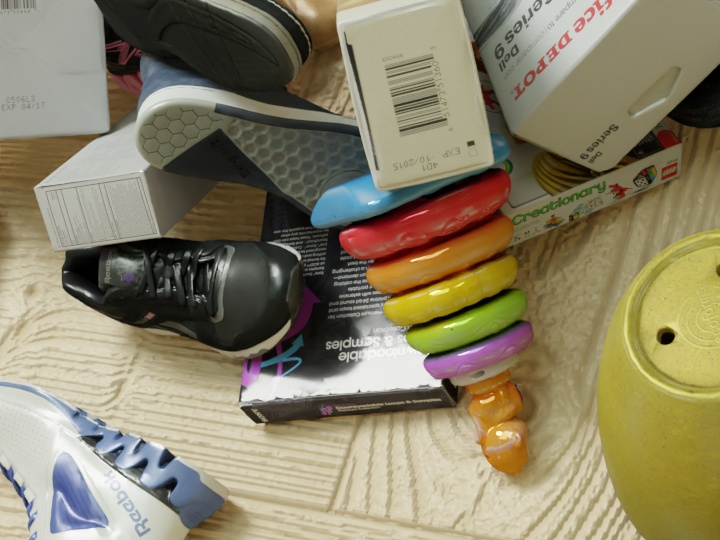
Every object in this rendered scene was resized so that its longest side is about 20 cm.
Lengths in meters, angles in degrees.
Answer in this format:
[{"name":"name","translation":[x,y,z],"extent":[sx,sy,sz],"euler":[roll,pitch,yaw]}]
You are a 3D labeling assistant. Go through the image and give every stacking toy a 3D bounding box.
[{"name":"stacking toy","translation":[0.062,0.027,1.207],"extent":[0.109,0.116,0.201],"euler":[-22,94,-19]}]

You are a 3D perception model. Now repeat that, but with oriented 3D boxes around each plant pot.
[{"name":"plant pot","translation":[0.212,0.055,1.113],"extent":[0.199,0.142,0.201],"euler":[-12,56,19]}]

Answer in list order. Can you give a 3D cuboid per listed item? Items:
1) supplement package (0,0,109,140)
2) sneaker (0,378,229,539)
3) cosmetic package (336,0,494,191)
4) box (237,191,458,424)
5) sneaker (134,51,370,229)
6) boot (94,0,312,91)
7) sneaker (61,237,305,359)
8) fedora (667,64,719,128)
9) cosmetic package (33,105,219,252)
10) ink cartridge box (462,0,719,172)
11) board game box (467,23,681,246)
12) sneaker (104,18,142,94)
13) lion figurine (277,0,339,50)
[{"name":"supplement package","translation":[-0.261,-0.153,1.409],"extent":[0.200,0.120,0.121],"euler":[-169,74,-66]},{"name":"sneaker","translation":[-0.192,0.151,1.296],"extent":[0.199,0.081,0.116],"euler":[19,69,32]},{"name":"cosmetic package","translation":[0.029,-0.130,1.193],"extent":[0.071,0.106,0.200],"euler":[-13,19,3]},{"name":"box","translation":[0.000,0.000,1.319],"extent":[0.142,0.036,0.201],"euler":[-6,58,22]},{"name":"sneaker","translation":[-0.048,-0.104,1.303],"extent":[0.147,0.201,0.077],"euler":[-101,34,-56]},{"name":"boot","translation":[-0.061,-0.189,1.225],"extent":[0.154,0.074,0.203],"euler":[-42,36,-20]},{"name":"sneaker","translation":[-0.121,0.013,1.301],"extent":[0.199,0.087,0.076],"euler":[-2,77,49]},{"name":"fedora","translation":[0.246,-0.175,1.250],"extent":[0.200,0.091,0.202],"euler":[-26,60,61]},{"name":"cosmetic package","translation":[-0.134,-0.074,1.353],"extent":[0.082,0.051,0.200],"euler":[-5,21,22]},{"name":"ink cartridge box","translation":[0.139,-0.185,1.241],"extent":[0.146,0.084,0.201],"euler":[-47,41,31]},{"name":"board game box","translation":[0.105,-0.113,1.311],"extent":[0.126,0.035,0.200],"euler":[-22,52,-12]},{"name":"sneaker","translation":[-0.146,-0.183,1.425],"extent":[0.199,0.095,0.079],"euler":[-14,50,50]},{"name":"lion figurine","translation":[-0.006,-0.211,1.438],"extent":[0.200,0.072,0.123],"euler":[-48,59,12]}]
